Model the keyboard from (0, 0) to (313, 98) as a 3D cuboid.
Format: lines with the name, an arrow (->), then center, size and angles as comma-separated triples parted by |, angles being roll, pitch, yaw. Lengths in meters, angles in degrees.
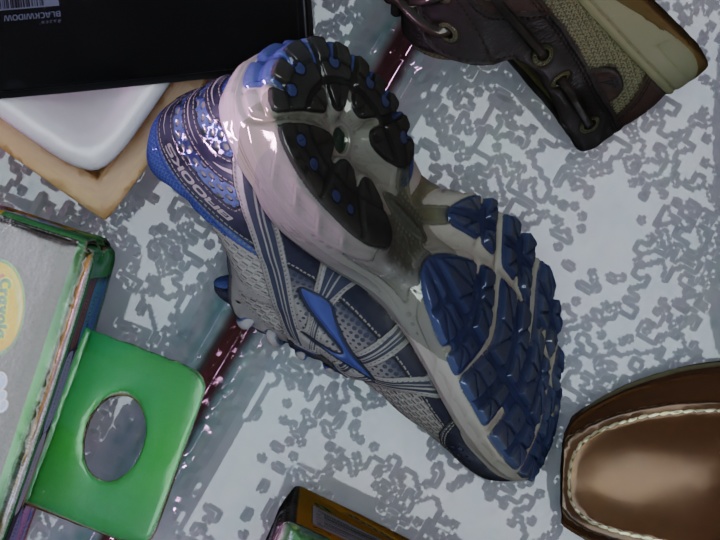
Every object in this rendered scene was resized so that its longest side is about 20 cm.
keyboard -> -0.117, -0.112, 0.959 | 0.199, 0.021, 0.127 | -5, 126, -4

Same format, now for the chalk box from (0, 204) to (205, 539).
chalk box -> -0.155, 0.031, 1.017 | 0.199, 0.124, 0.125 | 20, 90, -2

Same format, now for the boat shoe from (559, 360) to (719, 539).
boat shoe -> 0.169, 0.070, 1.043 | 0.199, 0.074, 0.076 | 0, 91, -1

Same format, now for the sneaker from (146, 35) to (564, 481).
sneaker -> 0.000, 0.000, 1.029 | 0.085, 0.077, 0.200 | -10, 131, 37

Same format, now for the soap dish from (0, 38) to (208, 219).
soap dish -> -0.122, -0.138, 1.035 | 0.200, 0.081, 0.158 | 35, 91, -1

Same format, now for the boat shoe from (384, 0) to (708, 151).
boat shoe -> 0.040, -0.098, 1.002 | 0.200, 0.073, 0.065 | 33, 100, -39

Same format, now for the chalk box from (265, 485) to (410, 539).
chalk box -> -0.010, 0.193, 1.020 | 0.124, 0.125, 0.201 | 24, 92, 0
